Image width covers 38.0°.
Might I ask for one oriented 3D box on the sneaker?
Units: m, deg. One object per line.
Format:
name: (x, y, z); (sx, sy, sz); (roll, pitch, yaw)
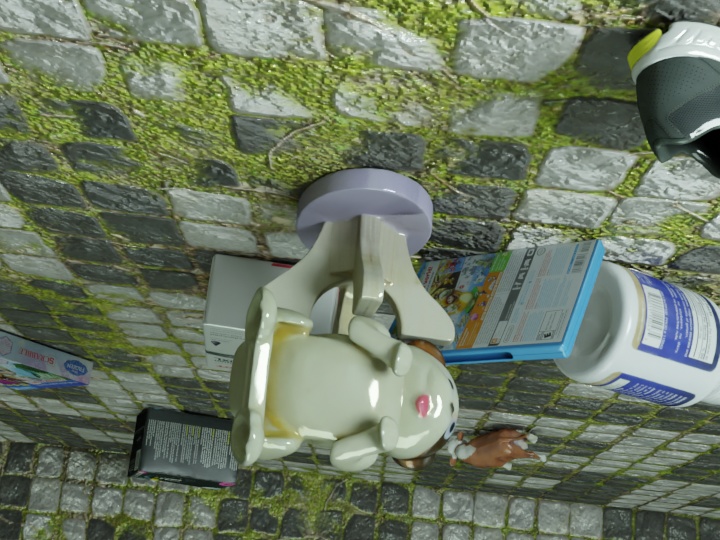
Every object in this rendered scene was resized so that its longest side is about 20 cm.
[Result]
sneaker: (0.257, -0.089, 0.660); (0.196, 0.086, 0.075); (10, 162, -11)

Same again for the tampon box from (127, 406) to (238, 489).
tampon box: (-0.352, 0.361, 2.105); (0.197, 0.129, 0.150); (12, 161, -18)

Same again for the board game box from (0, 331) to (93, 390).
board game box: (-0.572, 0.147, 1.691); (0.197, 0.042, 0.198); (-8, 156, 37)

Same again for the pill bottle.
pill bottle: (0.301, 0.072, 1.060); (0.197, 0.122, 0.119); (17, 159, -28)

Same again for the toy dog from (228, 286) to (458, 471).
toy dog: (-0.010, 0.114, 0.900); (0.196, 0.142, 0.194); (9, 160, -13)

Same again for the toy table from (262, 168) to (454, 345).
toy table: (0.000, 0.000, 0.957); (0.180, 0.119, 0.200); (5, 160, 4)

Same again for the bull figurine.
bull figurine: (0.246, 0.327, 1.908); (0.119, 0.066, 0.199); (10, 163, -24)

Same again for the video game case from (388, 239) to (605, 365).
video game case: (0.122, 0.033, 0.989); (0.197, 0.144, 0.018); (-7, 127, 35)

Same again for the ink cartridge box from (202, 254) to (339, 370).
ink cartridge box: (-0.106, 0.061, 1.215); (0.142, 0.086, 0.200); (9, 161, -4)
